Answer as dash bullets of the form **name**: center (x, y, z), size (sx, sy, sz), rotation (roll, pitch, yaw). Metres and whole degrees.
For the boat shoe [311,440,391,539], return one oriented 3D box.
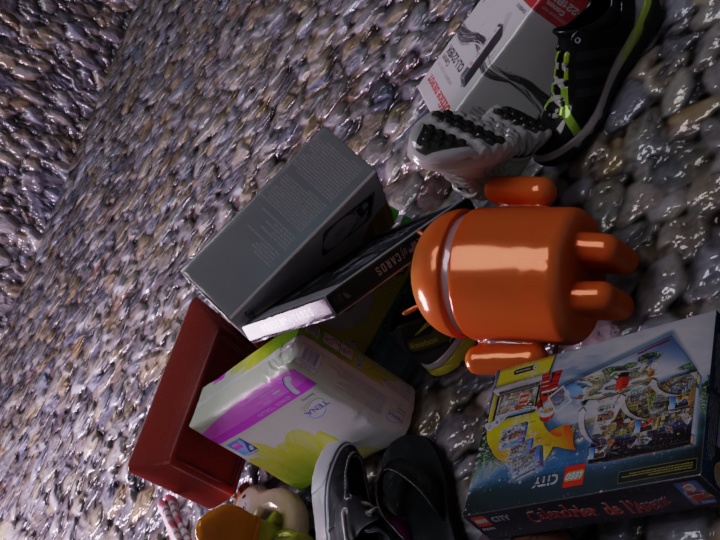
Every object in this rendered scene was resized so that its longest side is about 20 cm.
- **boat shoe**: center (-0.003, 0.245, 1.040), size (0.068, 0.072, 0.200), rotation (-22, 44, 27)

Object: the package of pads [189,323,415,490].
- **package of pads**: center (-0.058, 0.144, 1.143), size (0.200, 0.154, 0.068), rotation (-35, 29, 43)

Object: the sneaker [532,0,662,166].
- **sneaker**: center (0.205, -0.199, 1.072), size (0.200, 0.083, 0.072), rotation (-60, 25, 4)

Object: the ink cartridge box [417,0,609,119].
- **ink cartridge box**: center (0.158, -0.227, 1.178), size (0.200, 0.084, 0.144), rotation (-54, 22, 19)

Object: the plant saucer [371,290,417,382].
- **plant saucer**: center (0.073, 0.026, 1.173), size (0.200, 0.019, 0.070), rotation (-61, 26, 0)

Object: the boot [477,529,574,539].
- **boot**: center (0.127, 0.285, 0.790), size (0.188, 0.068, 0.200), rotation (-51, 30, -6)

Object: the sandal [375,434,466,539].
- **sandal**: center (0.049, 0.211, 1.001), size (0.075, 0.048, 0.201), rotation (-53, 28, 18)

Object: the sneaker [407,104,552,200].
- **sneaker**: center (0.103, -0.098, 0.997), size (0.075, 0.200, 0.081), rotation (35, 115, 26)

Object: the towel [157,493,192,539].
- **towel**: center (-0.161, 0.337, 1.186), size (0.030, 0.147, 0.200), rotation (-24, 23, -15)

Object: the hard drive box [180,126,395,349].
- **hard drive box**: center (-0.067, -0.025, 1.128), size (0.200, 0.077, 0.156), rotation (-46, -18, -5)

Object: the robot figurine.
- **robot figurine**: center (0.128, 0.002, 0.941), size (0.200, 0.144, 0.117), rotation (1, 27, 32)

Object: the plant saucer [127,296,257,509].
- **plant saucer**: center (-0.164, 0.158, 1.262), size (0.037, 0.200, 0.200), rotation (11, 71, 26)

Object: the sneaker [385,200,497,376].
- **sneaker**: center (0.096, 0.002, 1.075), size (0.200, 0.085, 0.074), rotation (-63, 27, -2)

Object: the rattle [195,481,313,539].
- **rattle**: center (-0.147, 0.271, 1.211), size (0.200, 0.143, 0.130), rotation (44, 119, 58)

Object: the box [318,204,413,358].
- **box**: center (-0.010, 0.019, 1.226), size (0.200, 0.117, 0.048), rotation (-61, -18, 1)

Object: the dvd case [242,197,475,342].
- **dvd case**: center (0.000, 0.000, 1.057), size (0.200, 0.025, 0.150), rotation (-35, 9, -36)

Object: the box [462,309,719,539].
- **box**: center (0.174, 0.116, 0.818), size (0.200, 0.038, 0.137), rotation (-21, 38, 41)
